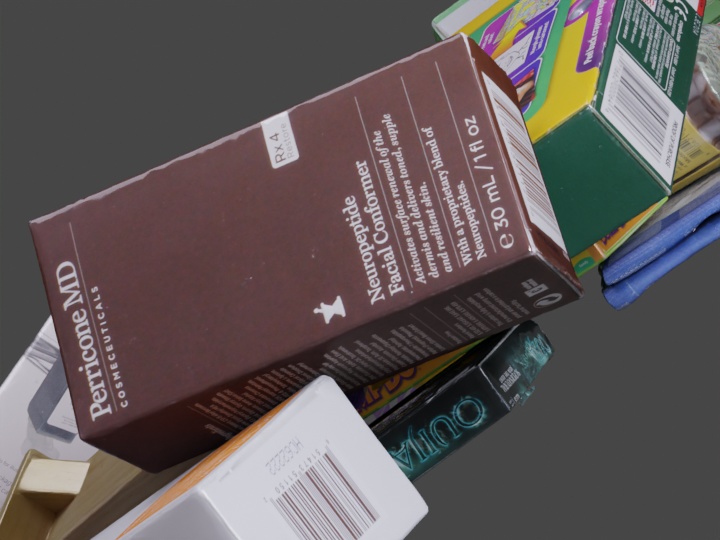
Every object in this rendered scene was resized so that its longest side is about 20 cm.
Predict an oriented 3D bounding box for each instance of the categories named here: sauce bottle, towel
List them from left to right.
[{"bbox_3d":[0.106,-0.047,1.176,0.199,0.065,0.065,-31,5,33],"label":"sauce bottle"},{"bbox_3d":[0.176,-0.042,1.166,0.146,0.024,0.200,-35,4,11],"label":"towel"}]

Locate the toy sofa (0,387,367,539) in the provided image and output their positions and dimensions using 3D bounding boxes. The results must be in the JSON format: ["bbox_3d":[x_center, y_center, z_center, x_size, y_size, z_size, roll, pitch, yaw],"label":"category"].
[{"bbox_3d":[-0.087,0.098,1.110,0.200,0.097,0.083,-41,23,44],"label":"toy sofa"}]

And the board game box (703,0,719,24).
[{"bbox_3d":[0.224,-0.134,1.434,0.134,0.029,0.200,0,-20,-31],"label":"board game box"}]

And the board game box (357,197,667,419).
[{"bbox_3d":[0.049,0.022,1.134,0.200,0.030,0.095,-38,-1,30],"label":"board game box"}]

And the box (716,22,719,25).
[{"bbox_3d":[0.234,-0.124,1.220,0.199,0.041,0.156,-23,7,36],"label":"box"}]

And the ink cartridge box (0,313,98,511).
[{"bbox_3d":[-0.141,0.095,1.311,0.201,0.084,0.146,-55,-18,-18],"label":"ink cartridge box"}]

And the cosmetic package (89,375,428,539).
[{"bbox_3d":[-0.078,0.132,0.964,0.200,0.071,0.101,-37,2,37],"label":"cosmetic package"}]

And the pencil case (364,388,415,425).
[{"bbox_3d":[-0.028,0.077,1.322,0.085,0.085,0.200,-6,23,37],"label":"pencil case"}]

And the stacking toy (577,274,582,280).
[{"bbox_3d":[0.151,-0.077,1.368,0.199,0.147,0.146,-20,-5,-24],"label":"stacking toy"}]

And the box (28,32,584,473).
[{"bbox_3d":[-0.023,-0.005,0.963,0.199,0.101,0.075,-24,-23,15],"label":"box"}]

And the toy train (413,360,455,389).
[{"bbox_3d":[0.000,0.000,1.258,0.199,0.151,0.056,-28,5,-23],"label":"toy train"}]

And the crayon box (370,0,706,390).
[{"bbox_3d":[0.069,-0.061,1.093,0.172,0.058,0.201,-36,19,31],"label":"crayon box"}]

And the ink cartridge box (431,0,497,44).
[{"bbox_3d":[0.139,-0.127,1.634,0.146,0.084,0.200,-36,-30,-10],"label":"ink cartridge box"}]

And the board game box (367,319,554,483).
[{"bbox_3d":[-0.005,0.096,1.092,0.199,0.028,0.135,-37,0,16],"label":"board game box"}]
